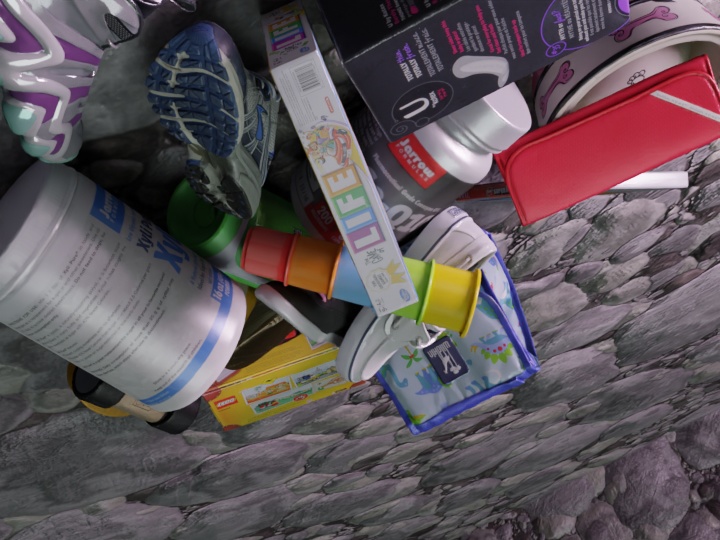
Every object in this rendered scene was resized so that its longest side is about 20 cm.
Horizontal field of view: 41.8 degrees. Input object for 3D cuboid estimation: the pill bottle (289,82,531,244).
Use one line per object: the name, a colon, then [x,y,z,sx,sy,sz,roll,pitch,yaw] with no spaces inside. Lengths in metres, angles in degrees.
pill bottle: [0.042,-0.101,0.822,0.200,0.115,0.113,-37,149,30]

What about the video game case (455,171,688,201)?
video game case: [0.210,-0.085,0.967,0.142,0.018,0.199,-4,-178,-31]

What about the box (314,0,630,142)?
box: [0.076,-0.200,0.669,0.199,0.107,0.122,-26,154,8]

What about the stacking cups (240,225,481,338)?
stacking cups: [0.000,0.000,0.794,0.198,0.061,0.061,17,149,1]

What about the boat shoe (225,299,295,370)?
boat shoe: [-0.080,0.026,1.028,0.199,0.067,0.074,-33,154,-5]

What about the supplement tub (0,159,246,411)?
supplement tub: [-0.204,0.016,0.766,0.132,0.133,0.200,-35,125,27]

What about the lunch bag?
lunch bag: [0.095,0.063,1.076,0.169,0.201,0.127,-32,152,23]

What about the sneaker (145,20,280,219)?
sneaker: [-0.103,-0.126,0.715,0.076,0.086,0.200,22,155,10]

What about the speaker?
speaker: [-0.091,-0.029,0.893,0.088,0.089,0.200,-31,152,20]

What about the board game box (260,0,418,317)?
board game box: [-0.016,-0.083,0.691,0.034,0.135,0.201,-21,119,4]

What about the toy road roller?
toy road roller: [-0.214,0.051,0.938,0.123,0.146,0.201,32,87,-44]

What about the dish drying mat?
dish drying mat: [0.220,-0.112,0.825,0.199,0.077,0.018,-25,-162,7]

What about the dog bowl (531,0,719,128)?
dog bowl: [0.248,-0.178,0.877,0.198,0.074,0.201,-16,153,-8]

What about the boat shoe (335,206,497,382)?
boat shoe: [0.048,0.038,0.861,0.073,0.065,0.201,-12,141,-56]

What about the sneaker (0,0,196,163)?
sneaker: [-0.173,-0.150,0.613,0.139,0.078,0.200,-17,154,-7]

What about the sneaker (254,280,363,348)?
sneaker: [-0.023,0.015,0.882,0.100,0.071,0.200,-54,152,4]

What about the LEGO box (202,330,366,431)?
LEGO box: [-0.099,0.113,1.164,0.198,0.078,0.149,-18,154,-6]
